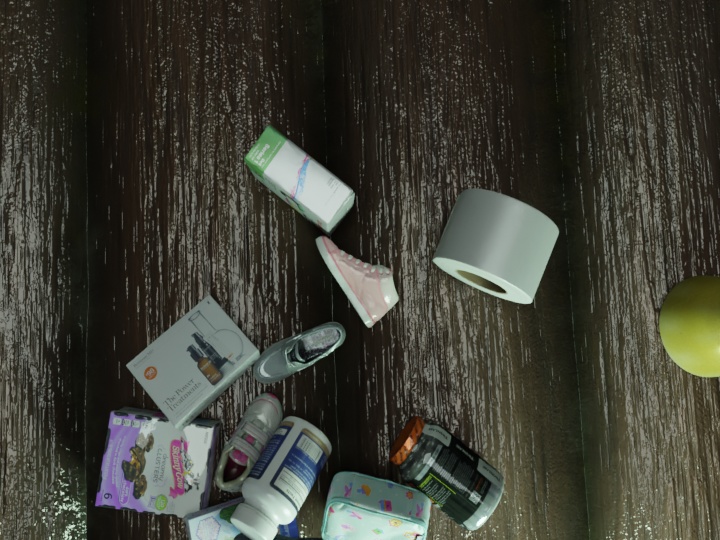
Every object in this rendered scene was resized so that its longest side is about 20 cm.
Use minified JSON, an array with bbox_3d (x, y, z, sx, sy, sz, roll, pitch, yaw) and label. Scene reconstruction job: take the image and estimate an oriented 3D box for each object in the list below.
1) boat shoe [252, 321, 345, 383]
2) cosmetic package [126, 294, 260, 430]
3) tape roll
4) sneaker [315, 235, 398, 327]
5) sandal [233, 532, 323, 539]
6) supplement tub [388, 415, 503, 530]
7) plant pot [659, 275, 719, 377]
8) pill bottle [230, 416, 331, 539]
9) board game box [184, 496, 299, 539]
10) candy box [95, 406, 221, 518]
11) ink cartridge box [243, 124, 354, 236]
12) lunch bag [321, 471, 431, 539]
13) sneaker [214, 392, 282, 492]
[{"bbox_3d":[-0.120,0.155,1.142,0.197,0.072,0.071,-27,86,-4],"label":"boat shoe"},{"bbox_3d":[-0.310,0.169,1.112,0.151,0.052,0.200,43,71,15],"label":"cosmetic package"},{"bbox_3d":[0.251,-0.042,1.107,0.199,0.203,0.142,24,84,1],"label":"tape roll"},{"bbox_3d":[0.000,0.000,1.158,0.104,0.075,0.202,-34,94,0],"label":"sneaker"},{"bbox_3d":[-0.135,0.512,1.062,0.196,0.076,0.044,19,99,-23],"label":"sandal"},{"bbox_3d":[0.156,0.372,1.105,0.199,0.123,0.123,38,85,1],"label":"supplement tub"},{"bbox_3d":[0.702,0.106,1.135,0.194,0.142,0.206,0,85,-1],"label":"plant pot"},{"bbox_3d":[-0.143,0.376,1.063,0.110,0.111,0.201,34,55,1],"label":"pill bottle"},{"bbox_3d":[-0.205,0.521,1.084,0.195,0.041,0.205,-10,85,-27],"label":"board game box"},{"bbox_3d":[-0.375,0.359,1.116,0.194,0.072,0.173,8,84,-1],"label":"candy box"},{"bbox_3d":[-0.112,-0.165,1.135,0.199,0.145,0.085,38,85,1],"label":"ink cartridge box"},{"bbox_3d":[0.029,0.459,1.086,0.195,0.078,0.163,15,125,2],"label":"lunch bag"},{"bbox_3d":[-0.209,0.329,1.115,0.080,0.088,0.204,25,84,1],"label":"sneaker"}]
